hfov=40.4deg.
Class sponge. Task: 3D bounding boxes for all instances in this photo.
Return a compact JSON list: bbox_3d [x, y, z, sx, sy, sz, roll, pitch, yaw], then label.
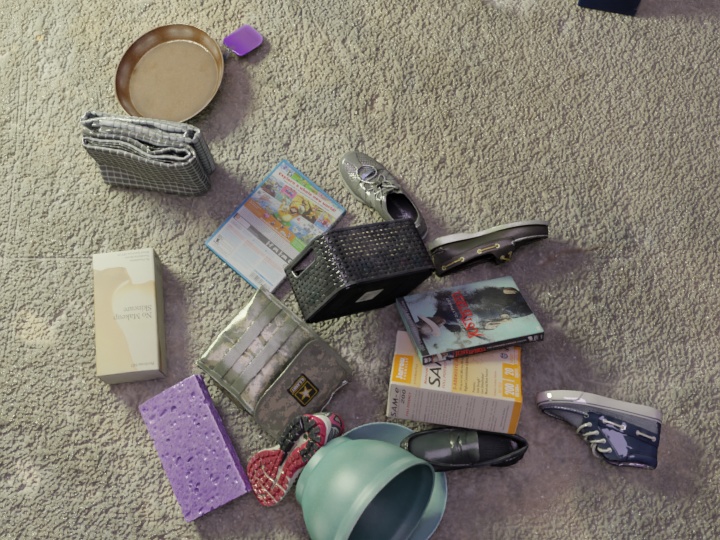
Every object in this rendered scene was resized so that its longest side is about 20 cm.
[{"bbox_3d":[-0.256,0.273,1.511,0.111,0.030,0.201,-30,76,10],"label":"sponge"}]

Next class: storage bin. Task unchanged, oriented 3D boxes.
[{"bbox_3d":[0.000,0.000,1.512,0.199,0.135,0.094,-12,70,-40],"label":"storage bin"}]

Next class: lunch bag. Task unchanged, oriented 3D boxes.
[{"bbox_3d":[-0.131,0.153,1.518,0.200,0.118,0.164,41,80,5],"label":"lunch bag"}]

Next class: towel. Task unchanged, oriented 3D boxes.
[{"bbox_3d":[-0.346,-0.187,1.595,0.198,0.166,0.086,9,79,3],"label":"towel"}]

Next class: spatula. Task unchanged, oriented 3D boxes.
[{"bbox_3d":[-0.253,-0.357,1.717,0.056,0.021,0.200,40,82,21],"label":"spatula"}]

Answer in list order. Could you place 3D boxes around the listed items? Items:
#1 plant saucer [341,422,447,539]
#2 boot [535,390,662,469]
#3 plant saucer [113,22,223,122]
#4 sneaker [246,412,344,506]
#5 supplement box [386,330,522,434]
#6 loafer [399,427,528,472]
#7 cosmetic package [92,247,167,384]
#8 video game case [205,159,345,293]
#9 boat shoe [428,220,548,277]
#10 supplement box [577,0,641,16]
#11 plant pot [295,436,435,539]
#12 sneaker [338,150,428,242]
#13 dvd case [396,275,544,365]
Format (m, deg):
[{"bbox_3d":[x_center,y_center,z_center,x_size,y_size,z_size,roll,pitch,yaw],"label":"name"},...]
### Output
[{"bbox_3d":[0.033,0.336,1.500,0.199,0.039,0.203,0,74,0],"label":"plant saucer"},{"bbox_3d":[0.365,0.245,1.505,0.198,0.073,0.091,10,68,3],"label":"boot"},{"bbox_3d":[-0.327,-0.333,1.693,0.198,0.035,0.202,-3,71,9],"label":"plant saucer"},{"bbox_3d":[-0.097,0.284,1.462,0.200,0.074,0.081,-44,67,32],"label":"sneaker"},{"bbox_3d":[0.145,0.170,1.501,0.198,0.074,0.127,7,37,2],"label":"supplement box"},{"bbox_3d":[0.157,0.265,1.477,0.198,0.070,0.069,3,65,-18],"label":"loafer"},{"bbox_3d":[-0.368,0.073,1.564,0.104,0.071,0.202,-7,73,-2],"label":"cosmetic package"},{"bbox_3d":[-0.141,-0.071,1.634,0.143,0.018,0.200,39,78,12],"label":"video game case"},{"bbox_3d":[0.213,-0.036,1.595,0.199,0.072,0.061,-12,77,4],"label":"boat shoe"},{"bbox_3d":[0.460,-0.573,1.731,0.108,0.109,0.202,11,74,4],"label":"supplement box"},{"bbox_3d":[-0.008,0.322,1.396,0.134,0.201,0.201,32,75,30],"label":"plant pot"},{"bbox_3d":[0.043,-0.131,1.616,0.075,0.082,0.200,-43,78,-11],"label":"sneaker"},{"bbox_3d":[0.169,0.076,1.534,0.198,0.022,0.147,-11,39,-9],"label":"dvd case"}]
